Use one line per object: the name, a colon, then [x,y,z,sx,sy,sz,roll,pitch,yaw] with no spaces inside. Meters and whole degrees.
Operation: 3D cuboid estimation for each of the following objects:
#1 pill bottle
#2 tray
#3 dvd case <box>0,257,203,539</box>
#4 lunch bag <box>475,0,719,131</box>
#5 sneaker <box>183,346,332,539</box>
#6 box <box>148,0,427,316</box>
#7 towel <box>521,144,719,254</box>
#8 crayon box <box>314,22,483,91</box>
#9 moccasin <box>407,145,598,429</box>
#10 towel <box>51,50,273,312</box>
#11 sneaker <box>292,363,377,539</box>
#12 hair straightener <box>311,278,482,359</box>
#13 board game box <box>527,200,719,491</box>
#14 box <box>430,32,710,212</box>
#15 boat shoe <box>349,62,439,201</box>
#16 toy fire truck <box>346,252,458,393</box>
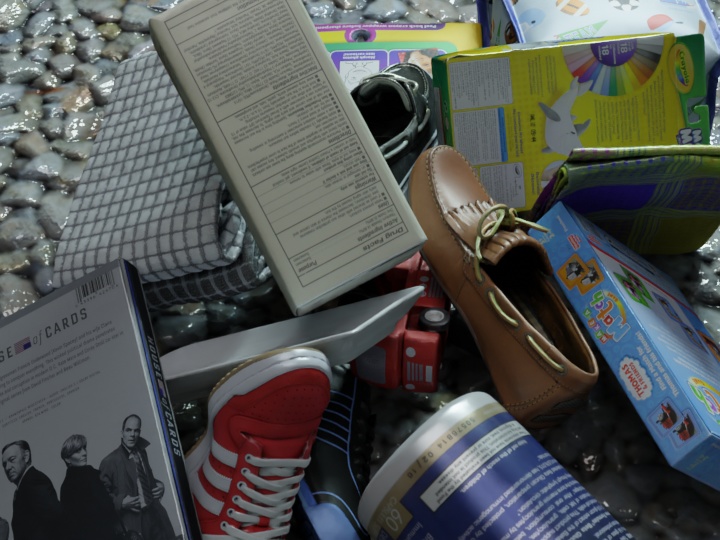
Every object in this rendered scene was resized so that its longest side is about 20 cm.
pill bottle: [0.101,0.175,0.859,0.111,0.111,0.200,-35,68,-26]
tray: [-0.063,0.053,0.924,0.199,0.022,0.107,-15,8,29]
dvd case: [-0.180,0.109,0.889,0.150,0.025,0.201,-26,60,14]
lunch bag: [0.184,-0.196,1.194,0.169,0.124,0.200,-2,46,-6]
sneaker: [-0.062,0.138,0.866,0.071,0.200,0.113,6,49,-27]
box: [-0.046,-0.080,0.932,0.095,0.078,0.201,-26,87,-7]
towel: [0.192,-0.044,1.020,0.143,0.200,0.023,-1,75,-3]
crayon box: [0.000,-0.119,1.175,0.199,0.058,0.173,0,49,2]
moccasin: [0.089,-0.001,0.934,0.073,0.078,0.202,7,48,-35]
towel: [-0.121,-0.069,1.060,0.165,0.086,0.201,-12,55,37]
sneaker: [-0.019,0.110,0.961,0.078,0.070,0.200,-20,50,-9]
hair straightener: [0.036,0.030,1.050,0.199,0.041,0.077,24,52,22]
board game box: [0.200,0.058,0.957,0.037,0.151,0.200,-43,47,18]
box: [0.155,-0.107,1.071,0.199,0.118,0.048,-7,11,-10]
boat shoe: [0.022,-0.106,1.060,0.072,0.071,0.200,5,37,7]
toy fire truck: [0.000,0.000,1.020,0.140,0.049,0.200,5,37,8]
